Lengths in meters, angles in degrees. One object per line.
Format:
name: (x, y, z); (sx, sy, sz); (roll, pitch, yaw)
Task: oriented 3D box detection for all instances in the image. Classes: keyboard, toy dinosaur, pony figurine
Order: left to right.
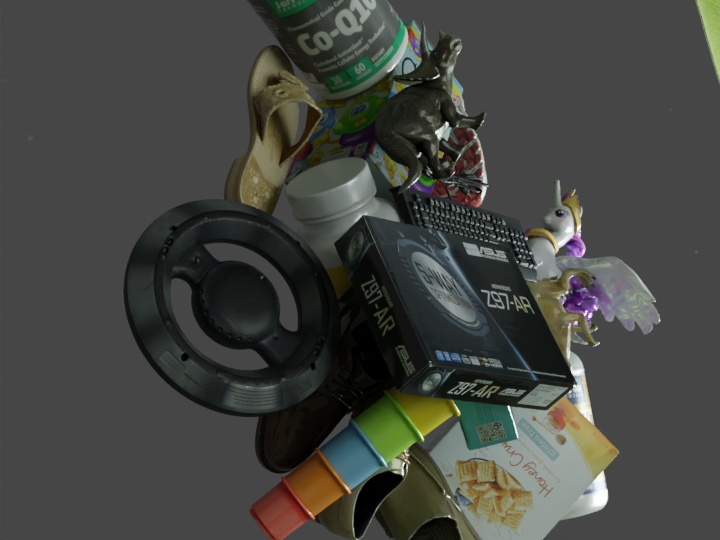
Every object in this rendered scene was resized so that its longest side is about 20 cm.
toy dinosaur: (0.053, -0.134, 1.670); (0.102, 0.077, 0.200); (33, 54, -2)
keyboard: (0.098, -0.055, 1.708); (0.200, 0.021, 0.127); (13, 46, -51)
toy dinosaur: (0.183, 0.026, 1.793); (0.101, 0.058, 0.200); (-16, 62, -34)
pony figurine: (0.219, 0.015, 1.998); (0.200, 0.166, 0.193); (-34, 100, -40)

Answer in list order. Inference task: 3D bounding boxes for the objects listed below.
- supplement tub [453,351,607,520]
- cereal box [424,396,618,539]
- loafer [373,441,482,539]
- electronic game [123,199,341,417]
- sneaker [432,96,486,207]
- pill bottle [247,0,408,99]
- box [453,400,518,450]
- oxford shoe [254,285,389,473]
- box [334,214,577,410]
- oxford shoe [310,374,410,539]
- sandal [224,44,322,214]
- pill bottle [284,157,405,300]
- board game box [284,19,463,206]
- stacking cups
supplement tub: (0.172, 0.162, 1.850); (0.144, 0.144, 0.200); (-2, 80, -57)
cereal box: (0.138, 0.201, 1.742); (0.144, 0.040, 0.200); (44, 76, -5)
loafer: (0.056, 0.226, 1.656); (0.200, 0.076, 0.067); (48, 7, 8)
electronic game: (-0.107, 0.030, 1.512); (0.200, 0.042, 0.200); (14, 58, -24)
sneaker: (0.091, -0.157, 1.893); (0.082, 0.078, 0.200); (9, 59, -62)
pill bottle: (-0.049, -0.272, 1.710); (0.200, 0.113, 0.113); (51, 40, -32)
box: (0.107, 0.068, 1.680); (0.200, 0.049, 0.082); (-95, 169, -48)
oxford shoe: (-0.024, 0.097, 1.570); (0.073, 0.084, 0.200); (34, 88, -26)
box: (0.085, 0.040, 1.556); (0.200, 0.044, 0.160); (11, 45, -44)
oxford shoe: (0.027, 0.154, 1.611); (0.071, 0.074, 0.200); (31, 88, -50)
sandal: (-0.067, -0.133, 1.669); (0.078, 0.070, 0.212); (46, 43, -38)
pill bottle: (0.000, 0.000, 1.664); (0.111, 0.111, 0.200); (-50, 126, -52)
board game box: (0.016, -0.137, 1.765); (0.103, 0.105, 0.200); (51, 40, -32)
stacking cups: (-0.010, 0.159, 1.551); (0.061, 0.200, 0.061); (55, -3, 4)
